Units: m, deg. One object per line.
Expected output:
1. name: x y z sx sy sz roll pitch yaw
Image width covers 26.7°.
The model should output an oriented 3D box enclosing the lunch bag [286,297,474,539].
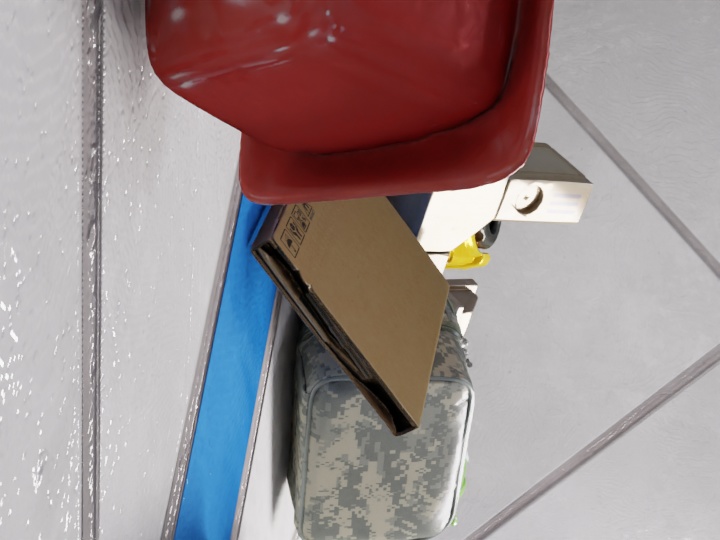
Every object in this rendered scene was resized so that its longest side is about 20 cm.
1. lunch bag: 0.009 0.094 1.208 0.168 0.138 0.201 -104 -166 -50

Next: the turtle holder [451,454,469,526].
1. turtle holder: 0.043 0.168 1.539 0.186 0.140 0.133 -59 154 -73

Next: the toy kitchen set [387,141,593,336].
1. toy kitchen set: 0.107 0.007 1.344 0.163 0.179 0.201 49 -51 45

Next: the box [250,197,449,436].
1. box: 0.000 0.000 1.043 0.164 0.021 0.200 53 23 -17

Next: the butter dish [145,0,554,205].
1. butter dish: -0.026 -0.138 0.593 0.199 0.147 0.202 -1 -102 52

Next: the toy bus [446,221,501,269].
1. toy bus: 0.056 -0.099 1.521 0.192 0.135 0.202 -7 102 -68
